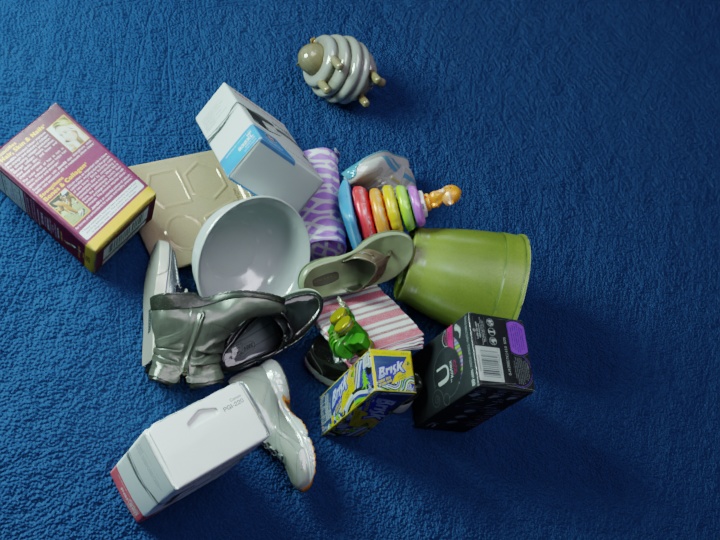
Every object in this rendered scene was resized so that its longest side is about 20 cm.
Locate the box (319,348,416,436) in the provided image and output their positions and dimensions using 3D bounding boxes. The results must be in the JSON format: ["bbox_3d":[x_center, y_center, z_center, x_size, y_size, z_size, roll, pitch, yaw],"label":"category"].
[{"bbox_3d":[0.007,0.182,1.236,0.069,0.200,0.065,6,61,-23],"label":"box"}]

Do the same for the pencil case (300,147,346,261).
[{"bbox_3d":[-0.069,-0.112,1.444,0.083,0.086,0.202,-9,62,9],"label":"pencil case"}]

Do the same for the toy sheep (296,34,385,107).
[{"bbox_3d":[-0.032,-0.372,1.580,0.199,0.137,0.139,15,55,-38],"label":"toy sheep"}]

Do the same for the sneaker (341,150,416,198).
[{"bbox_3d":[0.042,-0.159,1.497,0.199,0.076,0.082,-5,72,-57],"label":"sneaker"}]

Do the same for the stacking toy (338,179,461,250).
[{"bbox_3d":[0.070,-0.103,1.394,0.198,0.110,0.117,-15,42,4],"label":"stacking toy"}]

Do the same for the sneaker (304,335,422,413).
[{"bbox_3d":[0.013,0.149,1.331,0.198,0.086,0.081,23,54,-16],"label":"sneaker"}]

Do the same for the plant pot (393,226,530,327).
[{"bbox_3d":[0.163,0.011,1.441,0.191,0.201,0.202,15,56,-7],"label":"plant pot"}]

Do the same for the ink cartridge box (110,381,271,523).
[{"bbox_3d":[-0.220,0.234,1.082,0.145,0.200,0.085,-25,76,-36],"label":"ink cartridge box"}]

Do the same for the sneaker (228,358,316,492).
[{"bbox_3d":[-0.133,0.232,1.222,0.091,0.076,0.201,-14,63,-26],"label":"sneaker"}]

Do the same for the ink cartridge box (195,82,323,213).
[{"bbox_3d":[-0.163,-0.193,1.351,0.145,0.084,0.200,31,17,-41],"label":"ink cartridge box"}]

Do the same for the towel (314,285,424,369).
[{"bbox_3d":[-0.007,0.076,1.350,0.145,0.030,0.200,-13,40,-30],"label":"towel"}]

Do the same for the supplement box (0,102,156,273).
[{"bbox_3d":[-0.414,-0.117,1.227,0.200,0.103,0.131,43,64,-1],"label":"supplement box"}]

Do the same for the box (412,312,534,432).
[{"bbox_3d":[0.168,0.164,1.334,0.105,0.200,0.124,9,59,-23],"label":"box"}]

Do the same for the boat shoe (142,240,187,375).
[{"bbox_3d":[-0.267,0.058,1.245,0.092,0.075,0.203,9,69,-29],"label":"boat shoe"}]

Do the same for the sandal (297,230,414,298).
[{"bbox_3d":[-0.001,0.001,1.332,0.199,0.057,0.081,-23,113,-16],"label":"sandal"}]

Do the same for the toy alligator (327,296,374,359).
[{"bbox_3d":[-0.027,0.090,1.253,0.054,0.200,0.059,-42,109,1],"label":"toy alligator"}]

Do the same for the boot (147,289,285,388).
[{"bbox_3d":[-0.201,0.097,1.192,0.197,0.068,0.132,-2,82,-19],"label":"boot"}]

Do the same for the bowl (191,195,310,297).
[{"bbox_3d":[-0.182,-0.023,1.296,0.199,0.090,0.204,-15,115,-35],"label":"bowl"}]

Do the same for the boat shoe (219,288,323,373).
[{"bbox_3d":[-0.134,0.090,1.258,0.198,0.066,0.075,-25,97,-18],"label":"boat shoe"}]

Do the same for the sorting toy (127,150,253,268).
[{"bbox_3d":[-0.266,-0.099,1.357,0.198,0.037,0.187,-19,74,-31],"label":"sorting toy"}]
